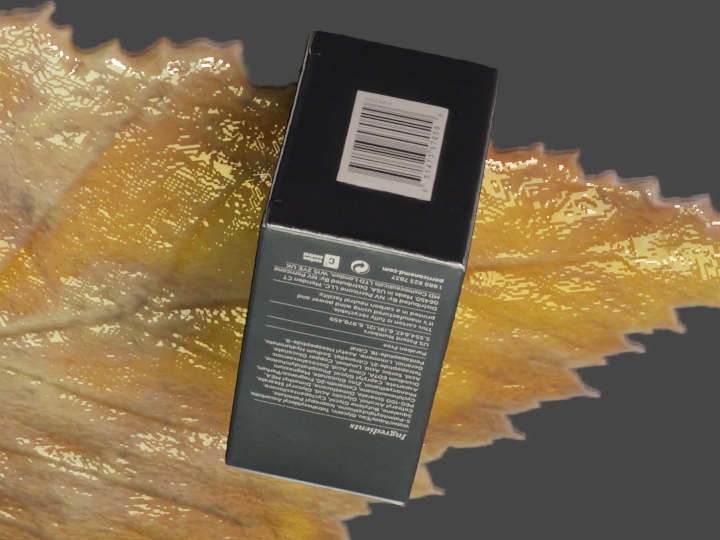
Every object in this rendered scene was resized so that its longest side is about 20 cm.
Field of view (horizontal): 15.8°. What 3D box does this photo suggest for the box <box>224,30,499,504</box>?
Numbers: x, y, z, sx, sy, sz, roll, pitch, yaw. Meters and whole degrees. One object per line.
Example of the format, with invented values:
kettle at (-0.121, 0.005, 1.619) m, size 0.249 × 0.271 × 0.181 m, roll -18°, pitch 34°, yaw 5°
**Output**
box at (0.000, 0.000, 1.386) m, size 0.107 × 0.149 × 0.200 m, roll 11°, pitch 137°, yaw 1°
